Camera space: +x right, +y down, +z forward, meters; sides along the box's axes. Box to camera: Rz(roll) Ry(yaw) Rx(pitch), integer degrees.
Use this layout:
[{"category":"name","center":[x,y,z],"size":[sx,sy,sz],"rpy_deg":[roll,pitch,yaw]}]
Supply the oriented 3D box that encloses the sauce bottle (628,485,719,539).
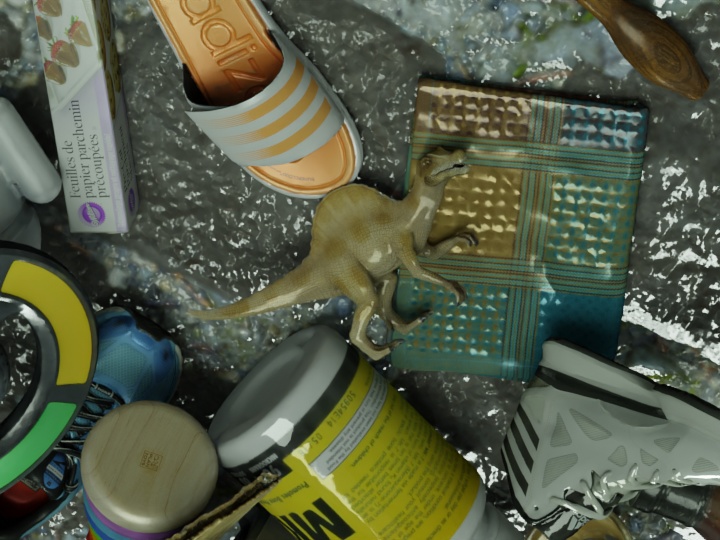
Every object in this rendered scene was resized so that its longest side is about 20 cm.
[{"category":"sauce bottle","center":[0.272,0.165,1.495],"size":[0.200,0.066,0.066],"rpy_deg":[22,119,-2]}]

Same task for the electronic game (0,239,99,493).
[{"category":"electronic game","center":[-0.247,0.069,1.399],"size":[0.200,0.042,0.200],"rpy_deg":[-23,134,-25]}]

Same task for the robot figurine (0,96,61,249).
[{"category":"robot figurine","center":[-0.269,-0.047,1.429],"size":[0.169,0.113,0.200],"rpy_deg":[-19,114,18]}]

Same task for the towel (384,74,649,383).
[{"category":"towel","center":[0.096,-0.021,1.443],"size":[0.146,0.022,0.200],"rpy_deg":[8,118,4]}]

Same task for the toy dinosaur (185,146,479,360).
[{"category":"toy dinosaur","center":[0.000,0.000,1.437],"size":[0.200,0.058,0.101],"rpy_deg":[-34,93,14]}]

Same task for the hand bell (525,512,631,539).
[{"category":"hand bell","center":[0.205,0.211,1.489],"size":[0.200,0.104,0.104],"rpy_deg":[14,126,-38]}]

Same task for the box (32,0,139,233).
[{"category":"box","center":[-0.169,-0.119,1.417],"size":[0.039,0.041,0.200],"rpy_deg":[-1,118,9]}]

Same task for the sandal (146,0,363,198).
[{"category":"sandal","center":[-0.078,-0.117,1.392],"size":[0.079,0.059,0.207],"rpy_deg":[-28,112,20]}]

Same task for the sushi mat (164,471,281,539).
[{"category":"sushi mat","center":[-0.121,0.184,1.473],"size":[0.012,0.096,0.200],"rpy_deg":[54,147,7]}]

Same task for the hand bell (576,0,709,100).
[{"category":"hand bell","center":[0.131,-0.161,1.335],"size":[0.200,0.104,0.104],"rpy_deg":[38,118,-25]}]

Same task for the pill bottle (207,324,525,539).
[{"category":"pill bottle","center":[0.008,0.140,1.490],"size":[0.114,0.114,0.200],"rpy_deg":[-38,107,25]}]

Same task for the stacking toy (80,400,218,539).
[{"category":"stacking toy","center":[-0.146,0.159,1.508],"size":[0.085,0.085,0.200],"rpy_deg":[19,152,-2]}]

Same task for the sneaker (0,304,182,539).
[{"category":"sneaker","center":[-0.184,0.110,1.515],"size":[0.078,0.090,0.200],"rpy_deg":[33,118,-10]}]

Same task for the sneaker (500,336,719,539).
[{"category":"sneaker","center":[0.166,0.125,1.388],"size":[0.076,0.200,0.115],"rpy_deg":[31,85,-47]}]

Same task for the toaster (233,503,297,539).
[{"category":"toaster","center":[-0.059,0.243,1.501],"size":[0.129,0.200,0.114],"rpy_deg":[36,113,-2]}]
